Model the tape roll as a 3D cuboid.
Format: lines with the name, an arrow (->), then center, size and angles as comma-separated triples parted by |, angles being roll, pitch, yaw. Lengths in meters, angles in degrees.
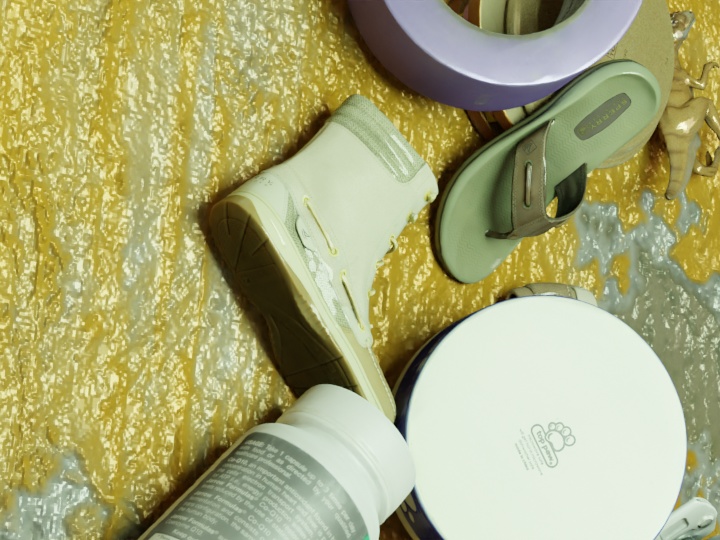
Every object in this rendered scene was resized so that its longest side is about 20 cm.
tape roll -> 0.092, -0.214, 1.399 | 0.199, 0.085, 0.201 | 1, 83, -12

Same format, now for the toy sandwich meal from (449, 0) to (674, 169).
toy sandwich meal -> 0.152, -0.163, 1.519 | 0.204, 0.070, 0.207 | 4, 84, -44

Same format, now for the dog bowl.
dog bowl -> 0.118, 0.119, 1.403 | 0.199, 0.079, 0.201 | 2, 81, -10

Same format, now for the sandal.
sandal -> 0.131, -0.068, 1.444 | 0.201, 0.057, 0.080 | -44, 127, 11

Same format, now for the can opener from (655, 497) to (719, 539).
can opener -> 0.175, 0.228, 1.454 | 0.199, 0.067, 0.053 | -31, 140, 1

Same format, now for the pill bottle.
pill bottle -> -0.060, 0.168, 1.281 | 0.200, 0.113, 0.113 | -44, 115, -32

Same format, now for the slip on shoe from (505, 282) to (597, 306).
slip on shoe -> 0.132, 0.108, 1.479 | 0.060, 0.076, 0.201 | 7, 83, -26

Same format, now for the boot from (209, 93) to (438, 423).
boot -> 0.000, 0.000, 1.374 | 0.155, 0.072, 0.201 | -43, 114, -36

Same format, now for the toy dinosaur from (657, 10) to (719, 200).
toy dinosaur -> 0.251, -0.107, 1.604 | 0.106, 0.060, 0.201 | 25, 50, -32
